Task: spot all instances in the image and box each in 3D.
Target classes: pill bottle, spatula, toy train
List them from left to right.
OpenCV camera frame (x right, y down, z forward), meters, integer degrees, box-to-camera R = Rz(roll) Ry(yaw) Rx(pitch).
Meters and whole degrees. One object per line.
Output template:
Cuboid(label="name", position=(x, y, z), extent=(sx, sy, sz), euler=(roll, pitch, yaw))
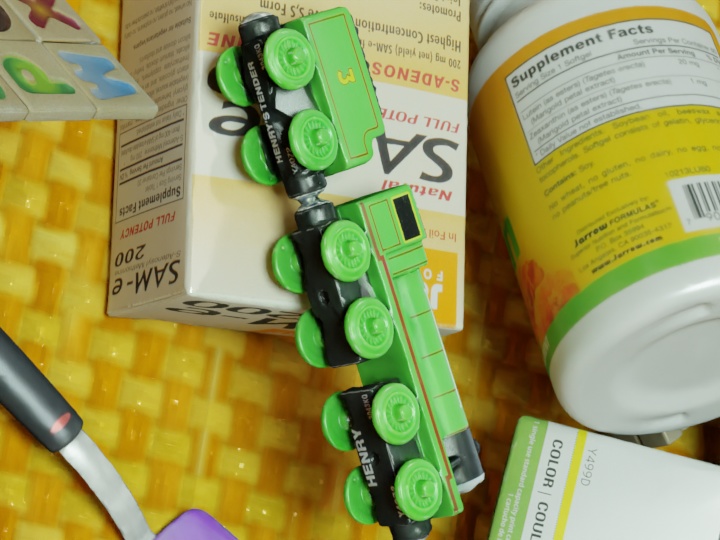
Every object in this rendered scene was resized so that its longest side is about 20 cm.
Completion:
Cuboid(label="spatula", position=(-0.100, 0.075, 0.851), extent=(0.057, 0.021, 0.200), euler=(-46, 105, -28))
Cuboid(label="toy train", position=(0.000, 0.000, 0.832), extent=(0.056, 0.042, 0.202), euler=(-21, 96, -42))
Cuboid(label="pill bottle", position=(0.105, -0.046, 0.918), extent=(0.110, 0.111, 0.201), euler=(6, 53, -31))

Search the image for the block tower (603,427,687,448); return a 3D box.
Cuboid(label="block tower", position=(0.173, 0.006, 1.015), extent=(0.199, 0.054, 0.058), euler=(-32, 99, -32))

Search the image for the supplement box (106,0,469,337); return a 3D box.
Cuboid(label="supplement box", position=(-0.025, -0.076, 0.893), extent=(0.125, 0.073, 0.202), euler=(7, 78, -31))

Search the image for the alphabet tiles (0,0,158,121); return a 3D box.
Cuboid(label="alphabet tiles", position=(-0.173, -0.117, 0.722), extent=(0.200, 0.008, 0.167), euler=(49, 26, 20))

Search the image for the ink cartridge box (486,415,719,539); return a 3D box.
Cuboid(label="ink cartridge box", position=(0.140, 0.157, 0.902), extent=(0.198, 0.076, 0.149), euler=(14, 72, 4))
